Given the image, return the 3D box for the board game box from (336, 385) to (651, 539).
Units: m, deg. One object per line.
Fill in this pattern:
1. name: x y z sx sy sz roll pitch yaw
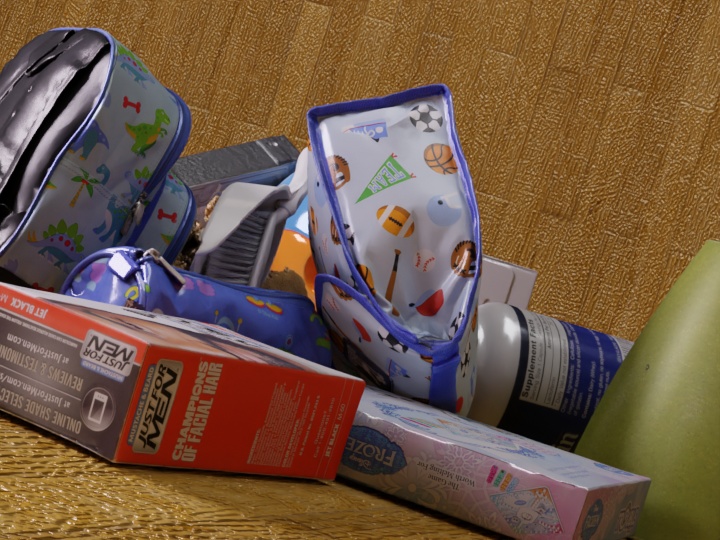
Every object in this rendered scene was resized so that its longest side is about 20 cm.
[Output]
1. board game box: 0.060 0.115 1.182 0.198 0.044 0.200 17 1 19

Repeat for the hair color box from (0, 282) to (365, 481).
1. hair color box: -0.098 0.060 1.028 0.110 0.064 0.200 19 3 32

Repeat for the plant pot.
1. plant pot: 0.248 0.088 1.334 0.186 0.201 0.187 17 1 0

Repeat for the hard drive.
1. hard drive: -0.146 -0.040 1.661 0.038 0.140 0.199 47 35 20

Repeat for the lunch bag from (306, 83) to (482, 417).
1. lunch bag: 0.026 0.006 1.348 0.123 0.201 0.170 -12 -27 -6

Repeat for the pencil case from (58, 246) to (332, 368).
1. pencil case: -0.102 0.038 1.265 0.199 0.087 0.078 18 23 -47

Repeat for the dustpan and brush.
1. dustpan and brush: -0.069 -0.031 1.388 0.057 0.201 0.140 15 -39 3

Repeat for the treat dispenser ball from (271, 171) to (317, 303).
1. treat dispenser ball: 0.000 0.000 1.670 0.200 0.202 0.201 17 1 0

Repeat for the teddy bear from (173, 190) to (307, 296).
1. teddy bear: -0.119 0.007 1.469 0.066 0.146 0.200 -18 -18 29

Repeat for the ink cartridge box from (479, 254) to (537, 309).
1. ink cartridge box: 0.120 0.043 2.531 0.145 0.148 0.200 18 1 -10

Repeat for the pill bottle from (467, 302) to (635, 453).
1. pill bottle: 0.126 0.090 1.490 0.199 0.116 0.116 17 2 -18

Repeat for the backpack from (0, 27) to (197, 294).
1. backpack: -0.201 -0.053 1.325 0.147 0.201 0.183 36 -12 -35
